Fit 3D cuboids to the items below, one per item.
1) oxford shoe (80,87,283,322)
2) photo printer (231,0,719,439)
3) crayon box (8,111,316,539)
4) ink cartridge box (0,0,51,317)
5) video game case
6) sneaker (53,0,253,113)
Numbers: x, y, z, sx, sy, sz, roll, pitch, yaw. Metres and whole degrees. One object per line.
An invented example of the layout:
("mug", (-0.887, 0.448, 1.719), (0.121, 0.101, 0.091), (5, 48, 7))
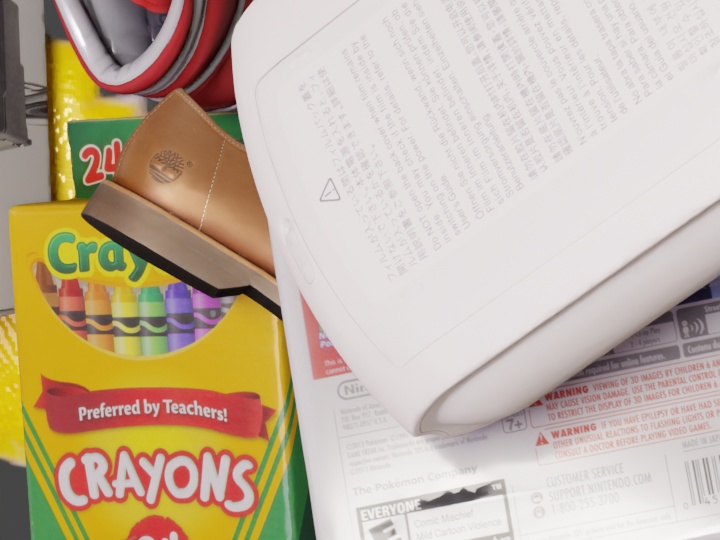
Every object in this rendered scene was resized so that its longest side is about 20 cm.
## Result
("oxford shoe", (0.000, 0.000, 1.097), (0.199, 0.071, 0.072), (31, 82, -11))
("photo printer", (0.054, -0.055, 0.933), (0.200, 0.069, 0.167), (-37, 66, 25))
("crayon box", (-0.072, 0.039, 1.176), (0.126, 0.051, 0.202), (-2, 94, 29))
("ink cartridge box", (-0.207, -0.080, 1.212), (0.144, 0.083, 0.202), (3, 98, 33))
("video game case", (0.072, 0.009, 0.990), (0.199, 0.023, 0.184), (-12, 76, 9))
("sneaker", (-0.059, -0.158, 1.111), (0.071, 0.112, 0.202), (12, 99, 30))
